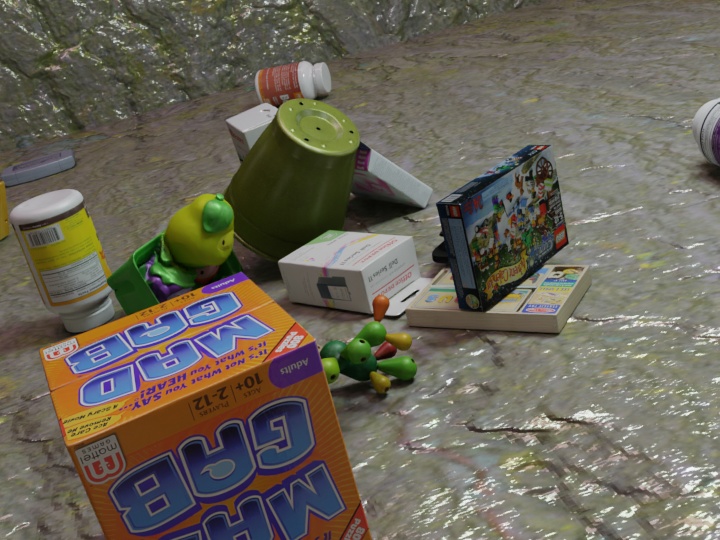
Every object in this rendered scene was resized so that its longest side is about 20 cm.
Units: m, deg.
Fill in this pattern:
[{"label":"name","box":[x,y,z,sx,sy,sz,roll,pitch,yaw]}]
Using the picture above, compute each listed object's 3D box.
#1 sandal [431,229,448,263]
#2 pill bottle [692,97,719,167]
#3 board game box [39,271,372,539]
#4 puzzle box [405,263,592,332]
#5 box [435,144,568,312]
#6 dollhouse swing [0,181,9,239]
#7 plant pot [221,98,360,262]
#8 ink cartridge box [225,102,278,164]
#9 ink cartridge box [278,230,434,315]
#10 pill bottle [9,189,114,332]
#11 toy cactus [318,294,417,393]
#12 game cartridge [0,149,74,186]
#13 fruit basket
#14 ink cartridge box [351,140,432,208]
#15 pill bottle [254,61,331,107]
[{"label":"sandal","box":[0.144,-0.052,1.275,0.075,0.045,0.200,-2,18,15]},{"label":"pill bottle","box":[0.561,-0.190,1.297,0.112,0.113,0.200,-15,22,-4]},{"label":"board game box","box":[-0.138,0.150,0.786,0.199,0.201,0.200,-22,23,-18]},{"label":"puzzle box","box":[0.170,0.031,1.119,0.199,0.026,0.133,0,27,32]},{"label":"box","box":[0.179,-0.056,1.104,0.038,0.137,0.200,6,29,44]},{"label":"dollhouse swing","box":[-0.873,-0.099,1.894,0.175,0.183,0.200,15,31,14]},{"label":"plant pot","box":[-0.091,-0.147,1.369,0.199,0.193,0.201,16,41,-14]},{"label":"ink cartridge box","box":[-0.152,-0.174,1.567,0.084,0.201,0.145,-23,23,-13]},{"label":"ink cartridge box","box":[0.000,0.000,1.239,0.199,0.068,0.117,6,29,41]},{"label":"pill bottle","box":[-0.439,-0.012,1.357,0.109,0.201,0.109,-12,22,5]},{"label":"toy cactus","box":[-0.042,0.088,0.992,0.199,0.103,0.165,3,-15,-29]},{"label":"game cartridge","box":[-0.890,-0.284,2.506,0.199,0.041,0.133,-19,19,-11]},{"label":"fruit basket","box":[-0.239,-0.018,1.307,0.215,0.156,0.216,-26,15,7]},{"label":"ink cartridge box","box":[-0.010,-0.172,1.529,0.196,0.200,0.043,16,81,52]},{"label":"pill bottle","box":[-0.189,-0.529,2.566,0.199,0.113,0.112,-7,23,17]}]
